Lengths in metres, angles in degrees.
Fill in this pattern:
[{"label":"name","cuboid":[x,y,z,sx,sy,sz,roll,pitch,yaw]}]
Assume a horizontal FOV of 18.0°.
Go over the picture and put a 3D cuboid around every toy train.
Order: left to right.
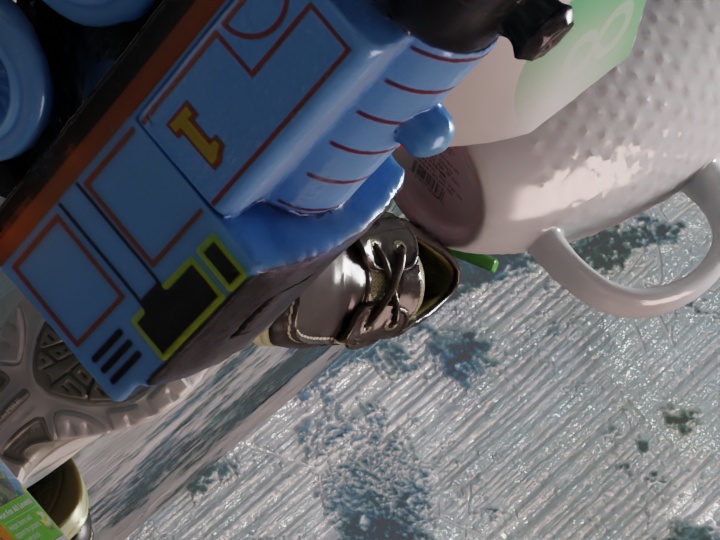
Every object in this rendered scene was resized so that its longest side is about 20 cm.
[{"label":"toy train","cuboid":[-0.026,-0.062,0.534,0.200,0.114,0.087,-44,175,39]}]

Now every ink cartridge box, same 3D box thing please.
[{"label":"ink cartridge box","cuboid":[0.052,-0.107,0.941,0.200,0.050,0.161,-41,158,-31]}]

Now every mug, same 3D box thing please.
[{"label":"mug","cuboid":[0.114,-0.067,1.171,0.175,0.200,0.148,-30,168,-29]}]

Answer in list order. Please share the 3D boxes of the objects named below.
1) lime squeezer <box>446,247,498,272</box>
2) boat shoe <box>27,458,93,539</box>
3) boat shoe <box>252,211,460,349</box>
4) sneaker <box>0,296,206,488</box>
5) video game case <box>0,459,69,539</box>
[{"label":"lime squeezer","cuboid":[-0.030,-0.010,1.203,0.200,0.071,0.038,-14,149,11]},{"label":"boat shoe","cuboid":[-0.170,0.130,1.115,0.072,0.066,0.201,-37,-162,-22]},{"label":"boat shoe","cuboid":[0.000,0.000,1.082,0.200,0.065,0.073,-25,124,-71]},{"label":"sneaker","cuboid":[-0.134,0.046,1.034,0.200,0.078,0.099,-33,-175,15]},{"label":"video game case","cuboid":[-0.120,0.091,0.655,0.018,0.200,0.143,-42,176,15]}]
